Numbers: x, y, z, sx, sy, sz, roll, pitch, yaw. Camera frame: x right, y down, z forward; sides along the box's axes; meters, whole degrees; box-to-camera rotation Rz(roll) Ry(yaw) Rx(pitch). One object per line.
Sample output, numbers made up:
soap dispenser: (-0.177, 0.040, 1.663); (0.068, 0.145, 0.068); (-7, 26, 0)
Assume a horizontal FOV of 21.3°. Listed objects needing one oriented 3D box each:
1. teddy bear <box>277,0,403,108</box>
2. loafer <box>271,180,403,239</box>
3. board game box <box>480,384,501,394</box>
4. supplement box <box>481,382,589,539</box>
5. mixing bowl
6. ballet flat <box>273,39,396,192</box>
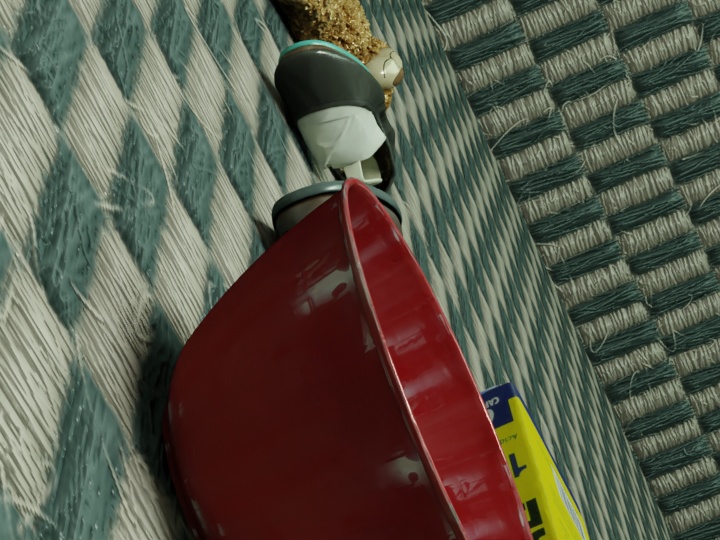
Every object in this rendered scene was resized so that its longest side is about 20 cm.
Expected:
teddy bear: (-0.022, -0.204, 1.541); (0.200, 0.067, 0.145); (64, 12, -15)
loafer: (0.000, 0.000, 1.163); (0.200, 0.072, 0.063); (46, 28, -71)
board game box: (0.152, 0.224, 1.552); (0.199, 0.043, 0.200); (58, 13, -51)
supplement box: (0.063, 0.173, 0.953); (0.200, 0.109, 0.110); (-102, 166, -51)
mixing bowl: (-0.010, 0.076, 0.774); (0.200, 0.108, 0.200); (-24, 90, -80)
ballet flat: (-0.007, -0.101, 1.383); (0.200, 0.068, 0.069); (42, 34, -68)
